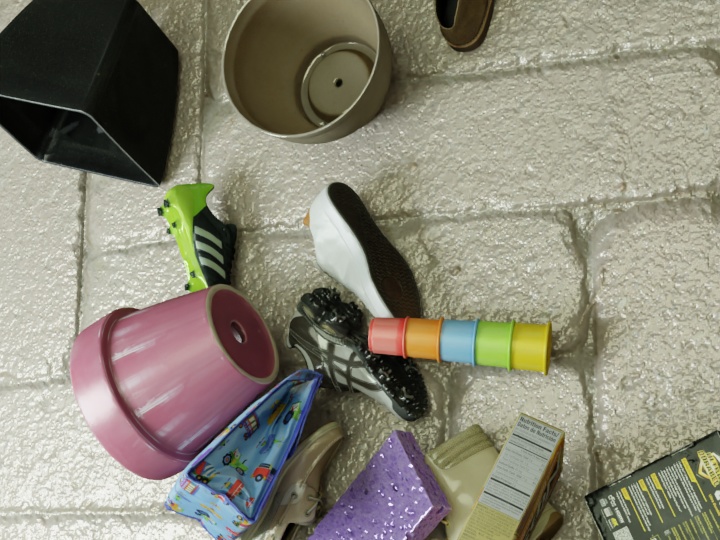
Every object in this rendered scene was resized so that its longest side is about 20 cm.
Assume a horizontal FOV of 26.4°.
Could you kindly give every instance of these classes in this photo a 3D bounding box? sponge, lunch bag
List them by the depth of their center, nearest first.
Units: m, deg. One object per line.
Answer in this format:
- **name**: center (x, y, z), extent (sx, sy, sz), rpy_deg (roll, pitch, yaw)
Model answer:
- **sponge**: center (0.013, 0.283, 1.672), extent (0.200, 0.030, 0.112), rpy_deg (-54, 44, 25)
- **lunch bag**: center (-0.118, 0.190, 1.704), extent (0.094, 0.151, 0.200), rpy_deg (35, 64, -2)

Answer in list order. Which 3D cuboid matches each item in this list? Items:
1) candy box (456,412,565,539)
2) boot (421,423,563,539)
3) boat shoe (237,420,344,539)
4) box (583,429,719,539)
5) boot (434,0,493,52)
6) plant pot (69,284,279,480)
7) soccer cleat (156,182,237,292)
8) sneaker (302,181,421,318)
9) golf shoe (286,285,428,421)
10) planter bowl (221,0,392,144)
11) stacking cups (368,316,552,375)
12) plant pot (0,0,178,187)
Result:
- **candy box**: center (0.143, 0.257, 1.551), extent (0.055, 0.116, 0.201), rpy_deg (23, 69, 16)
- **boot**: center (0.098, 0.280, 1.657), extent (0.200, 0.073, 0.156), rpy_deg (-43, 67, 2)
- **boat shoe**: center (-0.071, 0.261, 1.741), extent (0.065, 0.072, 0.200), rpy_deg (39, 100, 20)
- **box**: center (0.342, 0.288, 1.568), extent (0.159, 0.049, 0.201), rpy_deg (-29, 68, 12)
- **boot**: center (0.130, -0.363, 1.791), extent (0.073, 0.075, 0.201), rpy_deg (6, 80, 26)
- **plant pot**: center (-0.200, 0.112, 1.746), extent (0.179, 0.200, 0.201), rpy_deg (-30, 68, 23)
- **soccer cleat**: center (-0.179, -0.012, 1.849), extent (0.067, 0.081, 0.201), rpy_deg (-26, 81, 62)
- **sneaker**: center (0.000, 0.000, 1.780), extent (0.085, 0.073, 0.201), rpy_deg (-44, 67, 40)
- **golf shoe**: center (-0.006, 0.112, 1.753), extent (0.200, 0.078, 0.095), rpy_deg (47, 120, 23)
- **planter bowl**: center (-0.045, -0.234, 1.803), extent (0.199, 0.135, 0.201), rpy_deg (-6, 75, 22)
- **stacking cups**: center (0.110, 0.079, 1.689), extent (0.199, 0.061, 0.061), rpy_deg (4, 79, 14)
- **plant pot**: center (-0.339, -0.241, 1.908), extent (0.199, 0.200, 0.178), rpy_deg (13, 73, 25)
